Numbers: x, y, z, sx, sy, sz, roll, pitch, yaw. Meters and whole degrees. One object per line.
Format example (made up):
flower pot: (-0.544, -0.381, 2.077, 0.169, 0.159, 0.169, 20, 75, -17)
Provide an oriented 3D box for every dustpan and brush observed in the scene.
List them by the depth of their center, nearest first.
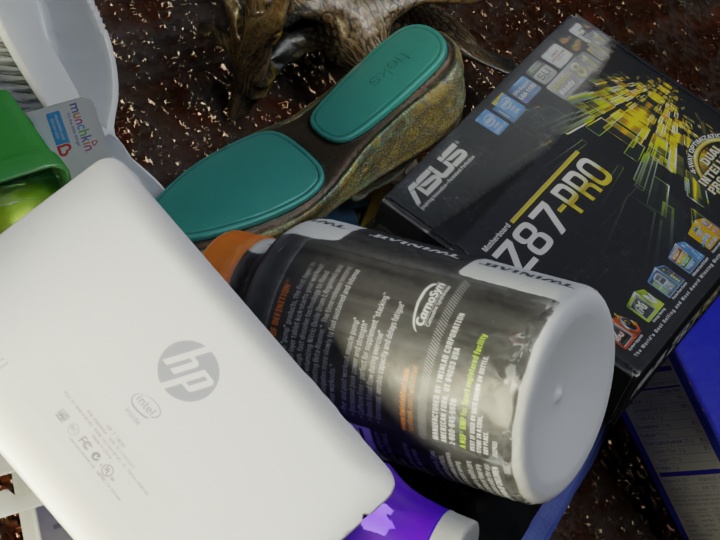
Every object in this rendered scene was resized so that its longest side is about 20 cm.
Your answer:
dustpan and brush: (-0.156, -0.084, 1.230, 0.201, 0.057, 0.140, 58, 43, -25)

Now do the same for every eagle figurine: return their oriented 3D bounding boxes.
eagle figurine: (0.011, -0.150, 1.345, 0.199, 0.151, 0.152, -25, 115, -27)

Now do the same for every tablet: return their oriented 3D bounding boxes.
tablet: (-0.092, 0.058, 1.046, 0.130, 0.014, 0.200, -39, 86, -23)

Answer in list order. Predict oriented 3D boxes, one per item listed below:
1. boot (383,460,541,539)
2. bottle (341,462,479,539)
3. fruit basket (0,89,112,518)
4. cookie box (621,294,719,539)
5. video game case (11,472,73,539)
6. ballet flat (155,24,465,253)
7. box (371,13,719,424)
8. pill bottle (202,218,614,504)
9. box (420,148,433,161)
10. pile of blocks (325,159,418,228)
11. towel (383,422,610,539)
boot: (0.078, 0.144, 1.220, 0.200, 0.076, 0.168, 50, 43, -16)
bottle: (-0.044, 0.103, 1.106, 0.199, 0.066, 0.084, 19, 39, 15)
fruit basket: (-0.182, 0.026, 1.094, 0.184, 0.094, 0.201, -19, 68, -10)
cookie box: (0.240, 0.080, 1.349, 0.171, 0.075, 0.201, -34, 103, -35)
video game case: (-0.067, 0.157, 1.170, 0.199, 0.018, 0.144, 3, 61, -34)
ballet flat: (-0.023, -0.052, 1.255, 0.200, 0.071, 0.071, -37, 86, -16)
box: (0.122, -0.032, 1.265, 0.161, 0.049, 0.200, 35, 50, 14)
pill bottle: (0.013, 0.036, 1.145, 0.199, 0.107, 0.106, 15, 38, 28)
box: (0.131, -0.021, 1.382, 0.199, 0.064, 0.070, 20, 51, -33)
pile of blocks: (0.000, 0.000, 1.268, 0.082, 0.062, 0.201, 28, 51, -15)
towel: (0.042, 0.063, 1.312, 0.200, 0.024, 0.145, 40, 48, -5)
